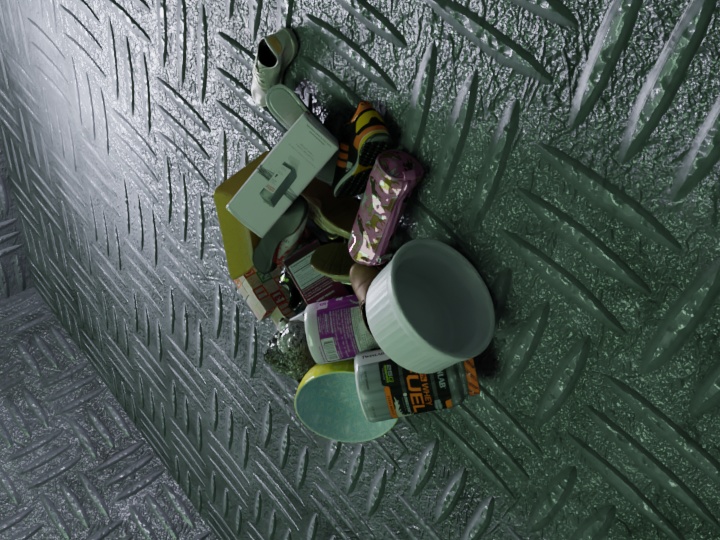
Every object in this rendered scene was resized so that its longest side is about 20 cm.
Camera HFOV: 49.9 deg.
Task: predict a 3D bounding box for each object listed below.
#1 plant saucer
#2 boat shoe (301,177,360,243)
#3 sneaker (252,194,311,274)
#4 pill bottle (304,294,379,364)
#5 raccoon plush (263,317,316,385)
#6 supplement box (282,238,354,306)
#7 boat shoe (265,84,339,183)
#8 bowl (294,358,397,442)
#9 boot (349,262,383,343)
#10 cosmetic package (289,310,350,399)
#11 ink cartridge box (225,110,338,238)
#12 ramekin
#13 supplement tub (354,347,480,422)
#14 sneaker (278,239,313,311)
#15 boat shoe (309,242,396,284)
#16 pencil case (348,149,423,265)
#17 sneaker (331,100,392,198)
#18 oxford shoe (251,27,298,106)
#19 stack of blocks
[{"bbox_3d":[-0.201,-0.108,1.544,0.048,0.200,0.202,11,125,25],"label":"plant saucer"},{"bbox_3d":[-0.052,-0.107,1.440,0.200,0.073,0.063,44,153,44],"label":"boat shoe"},{"bbox_3d":[-0.130,-0.084,1.483,0.067,0.108,0.202,43,129,12],"label":"sneaker"},{"bbox_3d":[0.008,0.096,1.380,0.112,0.198,0.114,-12,-90,-83],"label":"pill bottle"},{"bbox_3d":[-0.095,0.168,1.507,0.199,0.097,0.134,39,151,-19],"label":"raccoon plush"},{"bbox_3d":[-0.059,0.048,1.501,0.201,0.085,0.110,59,-175,4],"label":"supplement box"},{"bbox_3d":[-0.096,-0.250,1.399,0.201,0.075,0.060,58,-173,-12],"label":"boat shoe"},{"bbox_3d":[-0.021,0.223,1.479,0.197,0.108,0.202,3,129,4],"label":"bowl"},{"bbox_3d":[0.026,0.053,1.279,0.074,0.075,0.201,-48,52,21],"label":"boot"},{"bbox_3d":[-0.052,0.160,1.599,0.202,0.106,0.090,62,148,2],"label":"cosmetic package"},{"bbox_3d":[-0.129,-0.165,1.311,0.085,0.200,0.146,42,-171,-10],"label":"ink cartridge box"},{"bbox_3d":[0.103,0.061,1.204,0.098,0.200,0.202,-40,80,44],"label":"ramekin"},{"bbox_3d":[0.096,0.179,1.309,0.123,0.198,0.124,-13,-90,-84],"label":"supplement tub"},{"bbox_3d":[-0.130,0.000,1.608,0.070,0.082,0.202,26,131,43],"label":"sneaker"},{"bbox_3d":[0.001,-0.002,1.398,0.198,0.074,0.063,5,148,26],"label":"boat shoe"},{"bbox_3d":[0.039,-0.101,1.279,0.086,0.083,0.201,30,130,14],"label":"pencil case"},{"bbox_3d":[-0.005,-0.203,1.313,0.200,0.069,0.091,125,132,-58],"label":"sneaker"},{"bbox_3d":[-0.173,-0.368,1.419,0.076,0.058,0.200,55,149,6],"label":"oxford shoe"},{"bbox_3d":[-0.176,0.064,1.692,0.201,0.115,0.059,56,147,8],"label":"stack of blocks"}]
